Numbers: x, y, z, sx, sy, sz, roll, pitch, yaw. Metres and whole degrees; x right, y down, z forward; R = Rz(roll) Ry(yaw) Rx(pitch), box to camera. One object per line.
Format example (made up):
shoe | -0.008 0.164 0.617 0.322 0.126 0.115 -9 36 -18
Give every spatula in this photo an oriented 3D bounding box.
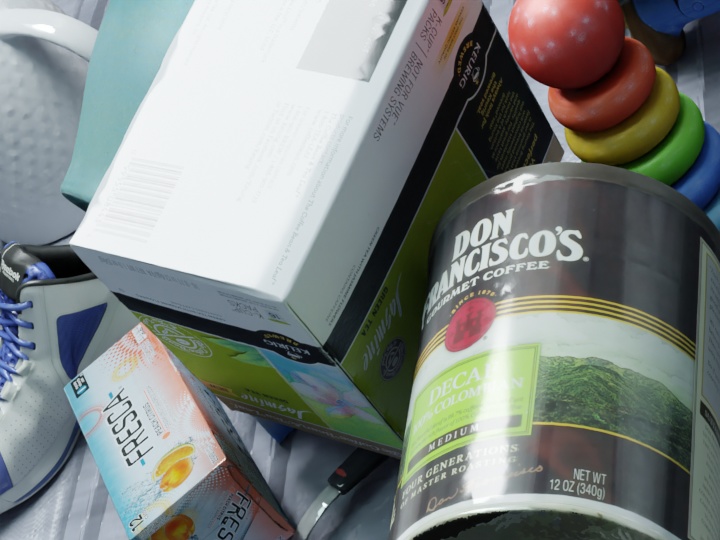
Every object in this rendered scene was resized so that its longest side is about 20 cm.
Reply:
spatula | -0.020 0.129 1.101 0.200 0.021 0.057 -47 32 -11

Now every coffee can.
coffee can | 0.092 0.072 0.948 0.146 0.146 0.200 -19 40 28

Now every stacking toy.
stacking toy | 0.131 -0.063 1.012 0.085 0.200 0.085 -26 37 21

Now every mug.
mug | -0.233 -0.128 1.451 0.200 0.175 0.148 -5 48 40

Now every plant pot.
plant pot | -0.083 -0.097 1.273 0.200 0.200 0.188 21 81 52

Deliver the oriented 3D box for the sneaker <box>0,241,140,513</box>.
sneaker | -0.200 0.045 1.282 0.199 0.115 0.081 -44 34 -5

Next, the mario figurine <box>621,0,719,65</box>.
mario figurine | 0.243 -0.162 1.150 0.200 0.106 0.124 -14 78 48

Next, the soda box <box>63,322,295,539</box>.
soda box | -0.103 0.102 1.153 0.068 0.064 0.200 -40 26 0

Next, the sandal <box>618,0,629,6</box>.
sandal | 0.166 -0.199 1.124 0.075 0.048 0.200 -55 10 -30

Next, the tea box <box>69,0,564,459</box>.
tea box | -0.013 -0.038 1.068 0.134 0.197 0.200 13 67 31

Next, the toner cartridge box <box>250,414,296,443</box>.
toner cartridge box | 0.000 0.000 1.205 0.200 0.043 0.095 -42 34 -2
